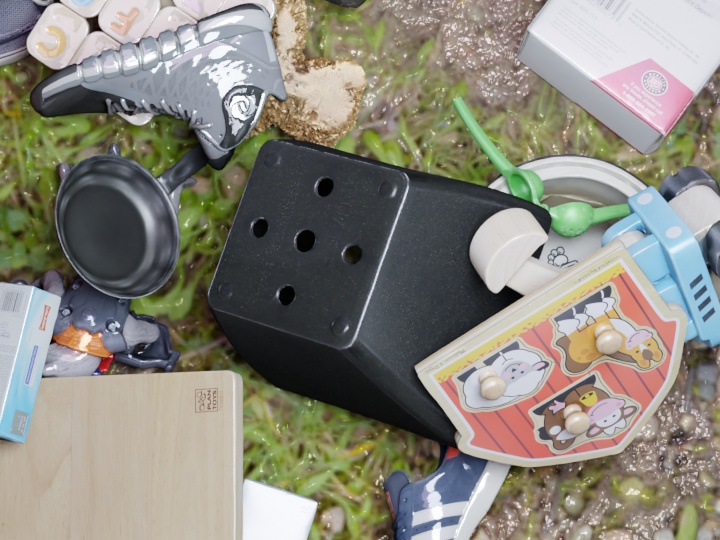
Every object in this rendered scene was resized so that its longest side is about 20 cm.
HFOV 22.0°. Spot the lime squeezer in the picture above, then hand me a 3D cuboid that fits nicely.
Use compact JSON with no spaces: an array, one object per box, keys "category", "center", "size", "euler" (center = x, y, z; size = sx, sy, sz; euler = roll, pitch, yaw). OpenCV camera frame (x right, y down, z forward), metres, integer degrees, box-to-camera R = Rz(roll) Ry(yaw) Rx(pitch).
[{"category":"lime squeezer","center":[0.153,-0.070,1.473],"size":[0.199,0.038,0.071],"euler":[26,79,3]}]

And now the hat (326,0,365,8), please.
[{"category":"hat","center":[-0.026,-0.269,1.517],"size":[0.200,0.201,0.081],"euler":[33,102,3]}]

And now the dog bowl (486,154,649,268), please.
[{"category":"dog bowl","center":[0.167,0.011,1.515],"size":[0.199,0.074,0.201],"euler":[0,80,-2]}]

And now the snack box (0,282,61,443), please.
[{"category":"snack box","center":[-0.331,0.064,1.444],"size":[0.199,0.037,0.117],"euler":[6,77,33]}]

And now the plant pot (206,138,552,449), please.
[{"category":"plant pot","center":[0.000,0.000,1.410],"size":[0.199,0.177,0.201],"euler":[16,82,30]}]

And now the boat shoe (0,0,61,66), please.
[{"category":"boat shoe","center":[-0.257,-0.250,1.526],"size":[0.200,0.093,0.075],"euler":[-41,85,-9]}]

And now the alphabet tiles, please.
[{"category":"alphabet tiles","center":[-0.171,-0.227,1.476],"size":[0.200,0.015,0.196],"euler":[34,95,0]}]

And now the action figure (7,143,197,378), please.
[{"category":"action figure","center":[-0.233,0.001,1.481],"size":[0.199,0.105,0.194],"euler":[10,70,-5]}]

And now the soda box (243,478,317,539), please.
[{"category":"soda box","center":[-0.094,0.269,1.456],"size":[0.063,0.068,0.201],"euler":[18,80,-1]}]

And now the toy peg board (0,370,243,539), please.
[{"category":"toy peg board","center":[-0.173,0.185,1.429],"size":[0.198,0.098,0.201],"euler":[-3,80,16]}]

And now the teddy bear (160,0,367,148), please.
[{"category":"teddy bear","center":[-0.095,-0.169,1.526],"size":[0.199,0.067,0.146],"euler":[4,100,-6]}]

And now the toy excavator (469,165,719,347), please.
[{"category":"toy excavator","center":[0.200,0.001,1.393],"size":[0.199,0.195,0.100],"euler":[-31,40,-1]}]

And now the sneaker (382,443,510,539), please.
[{"category":"sneaker","center":[0.045,0.210,1.475],"size":[0.084,0.075,0.201],"euler":[27,70,0]}]

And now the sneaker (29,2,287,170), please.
[{"category":"sneaker","center":[-0.150,-0.125,1.439],"size":[0.199,0.075,0.116],"euler":[-19,96,2]}]

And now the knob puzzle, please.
[{"category":"knob puzzle","center":[0.160,0.088,1.377],"size":[0.219,0.220,0.031],"euler":[-18,44,-6]}]

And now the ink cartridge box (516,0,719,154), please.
[{"category":"ink cartridge box","center":[0.249,-0.223,1.555],"size":[0.146,0.083,0.200],"euler":[38,81,4]}]

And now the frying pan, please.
[{"category":"frying pan","center":[-0.180,-0.063,1.450],"size":[0.115,0.031,0.191],"euler":[37,54,-27]}]
